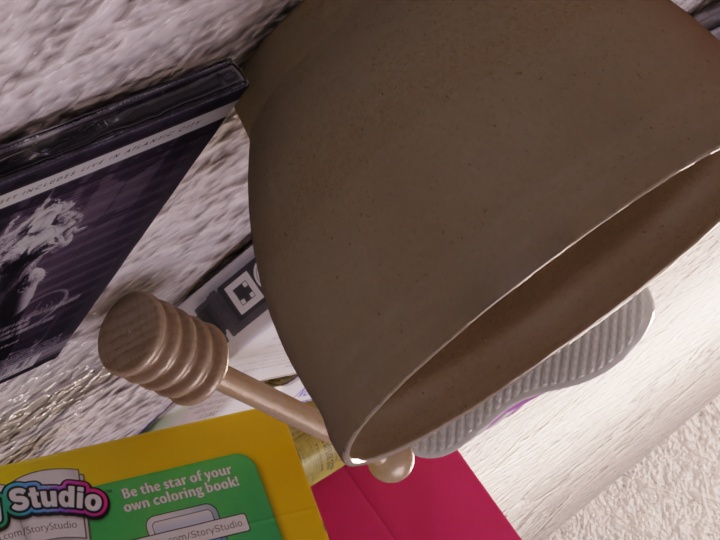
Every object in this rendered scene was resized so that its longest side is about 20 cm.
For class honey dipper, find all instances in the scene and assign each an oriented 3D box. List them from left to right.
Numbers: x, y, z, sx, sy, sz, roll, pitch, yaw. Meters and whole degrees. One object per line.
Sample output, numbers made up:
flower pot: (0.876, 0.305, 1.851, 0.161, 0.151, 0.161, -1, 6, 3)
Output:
honey dipper: (-0.037, 0.058, 1.087, 0.038, 0.038, 0.200, -40, 141, 19)

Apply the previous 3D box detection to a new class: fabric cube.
fabric cube: (0.003, 0.259, 1.813, 0.199, 0.200, 0.196, -27, 165, -37)

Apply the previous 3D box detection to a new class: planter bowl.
planter bowl: (0.038, -0.043, 0.878, 0.200, 0.135, 0.200, -34, 168, -9)

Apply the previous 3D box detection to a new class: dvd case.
dvd case: (-0.135, 0.005, 0.863, 0.148, 0.016, 0.200, -26, 165, -38)

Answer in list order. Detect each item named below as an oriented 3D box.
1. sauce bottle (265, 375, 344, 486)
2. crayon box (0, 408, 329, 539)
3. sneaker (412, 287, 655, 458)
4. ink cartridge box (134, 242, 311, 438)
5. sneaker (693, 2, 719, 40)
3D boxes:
sauce bottle: (-0.087, 0.118, 1.334, 0.199, 0.065, 0.065, -29, 167, -25)
crayon box: (-0.103, 0.164, 1.072, 0.199, 0.173, 0.058, -11, 155, -26)
sneaker: (0.119, 0.056, 1.689, 0.200, 0.073, 0.114, -29, 175, 18)
ink cartridge box: (0.000, 0.000, 1.159, 0.200, 0.044, 0.198, -40, 166, 22)
sneaker: (0.172, -0.077, 1.296, 0.200, 0.075, 0.115, -46, 165, 20)
